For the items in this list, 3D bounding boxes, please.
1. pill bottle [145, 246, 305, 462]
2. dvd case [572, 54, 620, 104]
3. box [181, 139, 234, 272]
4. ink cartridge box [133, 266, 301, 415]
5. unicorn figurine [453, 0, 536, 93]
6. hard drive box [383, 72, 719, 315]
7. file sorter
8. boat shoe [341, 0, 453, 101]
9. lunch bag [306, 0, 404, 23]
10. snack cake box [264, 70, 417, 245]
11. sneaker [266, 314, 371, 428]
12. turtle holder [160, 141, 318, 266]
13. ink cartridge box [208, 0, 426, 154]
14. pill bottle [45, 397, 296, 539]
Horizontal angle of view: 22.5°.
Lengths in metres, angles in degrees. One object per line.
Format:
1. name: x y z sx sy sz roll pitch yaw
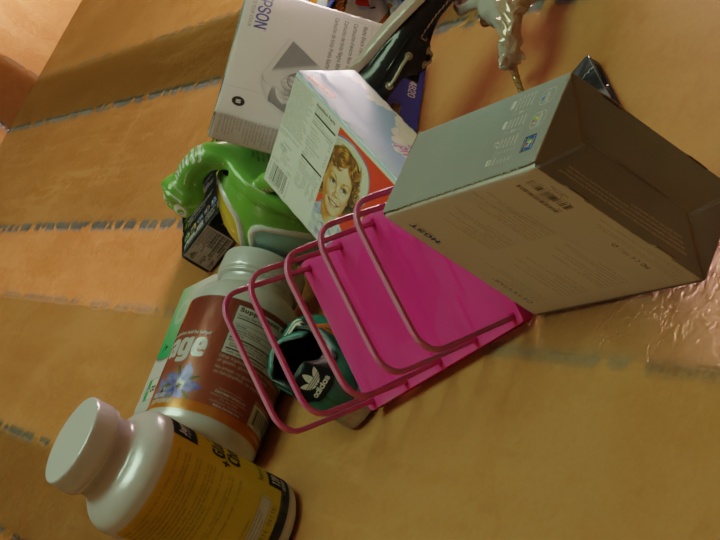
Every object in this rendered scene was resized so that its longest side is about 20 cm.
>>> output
1. pill bottle: -0.123 0.082 1.718 0.112 0.112 0.201 -26 39 54
2. dvd case: 0.141 -0.070 1.480 0.200 0.016 0.149 -51 23 20
3. box: -0.140 -0.124 2.119 0.200 0.047 0.193 -50 21 22
4. ink cartridge box: -0.151 0.075 1.879 0.200 0.050 0.161 -27 37 56
5. unicorn figurine: 0.143 -0.249 1.634 0.201 0.074 0.137 -62 17 -3
6. hard drive box: 0.135 -0.047 1.273 0.200 0.156 0.077 -15 47 59
7. file sorter: 0.003 0.028 1.417 0.125 0.139 0.200 -19 -11 -44
8. boat shoe: 0.030 -0.191 1.658 0.200 0.060 0.074 -48 7 -6
9. lunch bag: -0.029 -0.230 1.920 0.170 0.123 0.201 5 73 67
10. snack cake box: 0.005 -0.072 1.548 0.200 0.067 0.115 49 131 38
11. sneaker: -0.046 0.073 1.603 0.072 0.080 0.200 -58 21 4
12. turtle holder: -0.084 -0.069 1.758 0.141 0.185 0.132 52 140 31
13. ink cartridge box: -0.033 -0.178 1.751 0.041 0.199 0.200 114 169 -46
14. pill bottle: -0.162 0.189 1.541 0.112 0.200 0.112 -45 25 29
